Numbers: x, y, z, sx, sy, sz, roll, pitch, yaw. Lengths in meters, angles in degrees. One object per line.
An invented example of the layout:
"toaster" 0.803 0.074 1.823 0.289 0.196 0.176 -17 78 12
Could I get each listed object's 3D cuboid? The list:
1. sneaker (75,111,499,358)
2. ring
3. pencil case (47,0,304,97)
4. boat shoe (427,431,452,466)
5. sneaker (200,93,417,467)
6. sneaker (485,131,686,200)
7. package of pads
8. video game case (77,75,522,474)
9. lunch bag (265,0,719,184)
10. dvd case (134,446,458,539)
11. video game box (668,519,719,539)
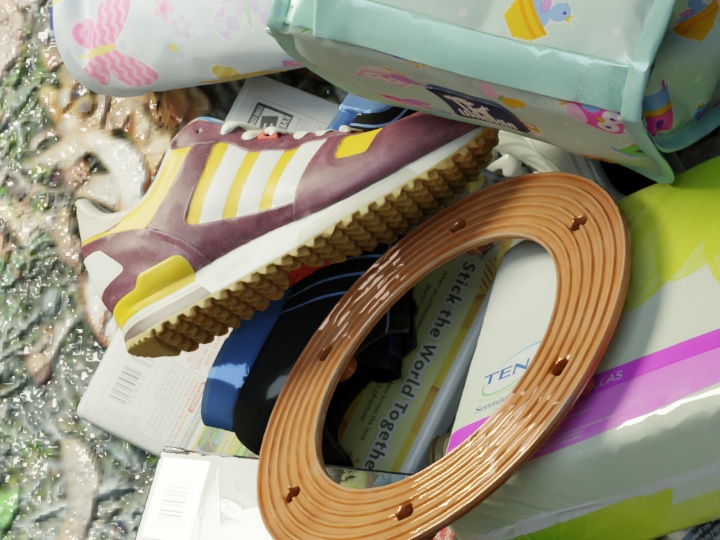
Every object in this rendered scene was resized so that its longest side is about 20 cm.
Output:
"sneaker" -0.036 -0.043 0.964 0.200 0.075 0.090 -29 75 5
"ring" 0.035 0.041 0.893 0.200 0.019 0.201 -35 29 23
"pencil case" -0.062 -0.141 1.075 0.199 0.083 0.091 -4 91 36
"boat shoe" 0.089 0.153 0.950 0.067 0.072 0.201 -24 63 14
"sneaker" 0.000 0.000 1.020 0.078 0.070 0.201 23 82 14
"sneaker" 0.099 -0.068 1.006 0.075 0.081 0.200 -29 58 -20
"package of pads" 0.129 0.028 0.866 0.200 0.068 0.155 -24 33 37
"video game case" -0.023 0.019 1.067 0.182 0.023 0.200 23 80 26
"lunch bag" 0.076 -0.115 0.893 0.170 0.200 0.122 18 122 21
"dvd case" -0.021 0.156 0.948 0.199 0.022 0.146 3 66 26
"video game box" 0.224 0.068 0.943 0.200 0.047 0.182 -42 61 3
